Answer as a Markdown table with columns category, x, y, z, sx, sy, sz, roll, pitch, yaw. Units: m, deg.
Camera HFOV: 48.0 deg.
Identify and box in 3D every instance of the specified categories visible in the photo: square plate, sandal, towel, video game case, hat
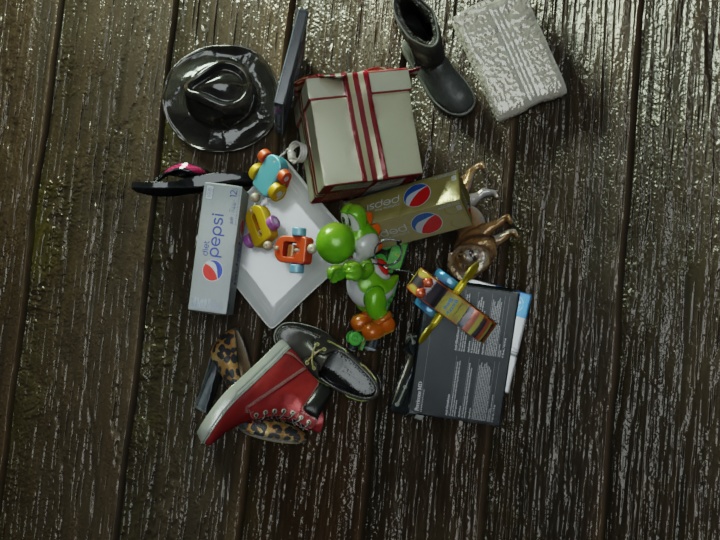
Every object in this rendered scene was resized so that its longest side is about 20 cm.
| category | x | y | z | sx | sy | sz | roll | pitch | yaw |
| --- | --- | --- | --- | --- | --- | --- | --- | --- | --- |
| square plate | -0.135 | -0.044 | 1.329 | 0.200 | 0.028 | 0.199 | -41 | 87 | -3 |
| sandal | -0.272 | -0.152 | 1.317 | 0.197 | 0.075 | 0.046 | -7 | 87 | -8 |
| towel | 0.246 | -0.360 | 1.349 | 0.131 | 0.034 | 0.202 | -23 | 87 | 0 |
| video game case | -0.109 | -0.303 | 1.261 | 0.019 | 0.200 | 0.145 | 15 | 86 | -6 |
| hat | -0.233 | -0.289 | 1.320 | 0.197 | 0.081 | 0.204 | 0 | 87 | 0 |

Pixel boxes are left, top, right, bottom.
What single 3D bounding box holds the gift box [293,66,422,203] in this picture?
| category | x | y | z | sx | sy | sz | roll | pitch | yaw |
| --- | --- | --- | --- | --- | --- | --- | --- | --- | --- |
| gift box | 0.001 | -0.220 | 1.250 | 0.182 | 0.200 | 0.190 | -9 | 86 | -17 |

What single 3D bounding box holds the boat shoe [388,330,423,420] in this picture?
| category | x | y | z | sx | sy | sz | roll | pitch | yaw |
| --- | --- | --- | --- | --- | --- | --- | --- | --- | --- |
| boat shoe | 0.095 | 0.136 | 1.293 | 0.059 | 0.076 | 0.203 | 15 | 85 | -5 |

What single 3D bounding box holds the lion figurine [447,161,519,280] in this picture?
| category | x | y | z | sx | sy | sz | roll | pitch | yaw |
| --- | --- | --- | --- | --- | --- | --- | --- | --- | --- |
| lion figurine | 0.175 | -0.080 | 1.297 | 0.121 | 0.073 | 0.202 | -26 | 50 | 10 |

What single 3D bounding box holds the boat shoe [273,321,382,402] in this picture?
| category | x | y | z | sx | sy | sz | roll | pitch | yaw |
| --- | --- | --- | --- | --- | --- | --- | --- | --- | --- |
| boat shoe | -0.052 | 0.144 | 1.299 | 0.200 | 0.061 | 0.072 | 30 | 86 | 2 |

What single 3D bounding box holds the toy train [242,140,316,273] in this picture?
| category | x | y | z | sx | sy | sz | roll | pitch | yaw |
| --- | --- | --- | --- | --- | --- | --- | --- | --- | --- |
| toy train | -0.114 | -0.095 | 1.270 | 0.149 | 0.055 | 0.203 | -2 | 85 | 36 |

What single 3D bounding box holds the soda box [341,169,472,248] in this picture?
| category | x | y | z | sx | sy | sz | roll | pitch | yaw |
| --- | --- | --- | --- | --- | --- | --- | --- | --- | --- |
| soda box | 0.071 | -0.089 | 1.266 | 0.197 | 0.068 | 0.065 | -15 | 51 | 18 |

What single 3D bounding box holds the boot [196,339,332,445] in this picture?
| category | x | y | z | sx | sy | sz | roll | pitch | yaw |
| --- | --- | --- | --- | --- | --- | --- | --- | --- | --- |
| boot | -0.138 | 0.221 | 1.227 | 0.144 | 0.072 | 0.200 | 46 | 63 | 3 |

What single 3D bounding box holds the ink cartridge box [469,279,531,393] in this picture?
| category | x | y | z | sx | sy | sz | roll | pitch | yaw |
| --- | --- | --- | --- | --- | --- | --- | --- | --- | --- |
| ink cartridge box | 0.194 | 0.123 | 1.297 | 0.114 | 0.067 | 0.203 | 14 | 86 | 2 |

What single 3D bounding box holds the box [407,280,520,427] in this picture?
| category | x | y | z | sx | sy | sz | roll | pitch | yaw |
| --- | --- | --- | --- | --- | --- | --- | --- | --- | --- |
| box | 0.152 | 0.119 | 1.220 | 0.139 | 0.079 | 0.203 | 8 | 94 | -1 |

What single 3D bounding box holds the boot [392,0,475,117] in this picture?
| category | x | y | z | sx | sy | sz | roll | pitch | yaw |
| --- | --- | --- | --- | --- | --- | --- | --- | --- | --- |
| boot | 0.118 | -0.333 | 1.263 | 0.073 | 0.200 | 0.182 | -43 | 87 | -2 |

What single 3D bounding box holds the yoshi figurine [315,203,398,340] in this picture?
| category | x | y | z | sx | sy | sz | roll | pitch | yaw |
| --- | --- | --- | --- | --- | --- | --- | --- | --- | --- |
| yoshi figurine | -0.015 | 0.004 | 1.223 | 0.111 | 0.112 | 0.203 | -6 | 107 | 24 |

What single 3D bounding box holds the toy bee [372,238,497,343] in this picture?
| category | x | y | z | sx | sy | sz | roll | pitch | yaw |
| --- | --- | --- | --- | --- | --- | --- | --- | --- | --- |
| toy bee | 0.102 | 0.040 | 1.127 | 0.197 | 0.109 | 0.133 | 15 | 96 | 1 |

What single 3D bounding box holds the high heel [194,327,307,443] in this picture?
| category | x | y | z | sx | sy | sz | roll | pitch | yaw |
| --- | --- | --- | --- | --- | --- | --- | --- | --- | --- |
| high heel | -0.159 | 0.185 | 1.288 | 0.198 | 0.071 | 0.144 | 20 | 92 | 10 |

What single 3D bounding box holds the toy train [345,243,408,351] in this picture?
| category | x | y | z | sx | sy | sz | roll | pitch | yaw |
| --- | --- | --- | --- | --- | --- | --- | --- | --- | --- |
| toy train | 0.029 | 0.038 | 1.319 | 0.056 | 0.042 | 0.203 | 18 | 86 | -9 |

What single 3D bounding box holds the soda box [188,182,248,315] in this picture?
| category | x | y | z | sx | sy | sz | roll | pitch | yaw |
| --- | --- | --- | --- | --- | --- | --- | --- | --- | --- |
| soda box | -0.224 | -0.032 | 1.280 | 0.062 | 0.068 | 0.203 | 7 | 87 | 1 |
